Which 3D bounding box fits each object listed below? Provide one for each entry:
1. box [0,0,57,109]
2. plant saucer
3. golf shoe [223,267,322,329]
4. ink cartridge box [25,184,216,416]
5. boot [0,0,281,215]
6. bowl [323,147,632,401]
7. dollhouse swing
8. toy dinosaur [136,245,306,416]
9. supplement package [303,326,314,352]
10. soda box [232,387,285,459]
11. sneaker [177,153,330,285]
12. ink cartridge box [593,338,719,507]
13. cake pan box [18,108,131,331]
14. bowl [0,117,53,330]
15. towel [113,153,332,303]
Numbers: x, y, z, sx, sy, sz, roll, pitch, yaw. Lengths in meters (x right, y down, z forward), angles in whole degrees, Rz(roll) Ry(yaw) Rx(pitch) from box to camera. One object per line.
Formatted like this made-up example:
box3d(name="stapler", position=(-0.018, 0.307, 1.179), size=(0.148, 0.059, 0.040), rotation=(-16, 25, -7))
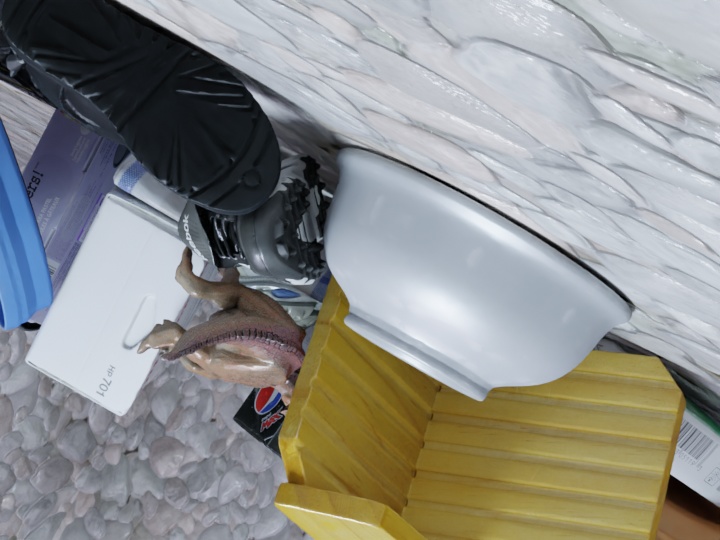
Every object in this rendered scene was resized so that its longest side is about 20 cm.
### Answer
box3d(name="box", position=(-0.309, -0.194, 1.397), size=(0.199, 0.049, 0.161), rotation=(28, 177, 13))
box3d(name="plant saucer", position=(0.220, 0.160, 1.437), size=(0.200, 0.038, 0.200), rotation=(28, -162, -10))
box3d(name="golf shoe", position=(0.000, 0.000, 1.448), size=(0.199, 0.098, 0.078), rotation=(6, 162, 0))
box3d(name="ink cartridge box", position=(-0.149, -0.005, 1.426), size=(0.086, 0.147, 0.200), rotation=(30, -160, 1))
box3d(name="boot", position=(-0.130, -0.098, 1.175), size=(0.198, 0.073, 0.162), rotation=(36, 174, 2))
box3d(name="bowl", position=(0.053, 0.015, 1.167), size=(0.201, 0.091, 0.201), rotation=(29, 176, 2))
box3d(name="dollhouse swing", position=(0.082, 0.095, 1.249), size=(0.175, 0.201, 0.182), rotation=(-3, 147, 36))
box3d(name="toy dinosaur", position=(-0.061, 0.051, 1.281), size=(0.135, 0.086, 0.200), rotation=(30, 180, 11))
box3d(name="supplement package", position=(0.029, 0.052, 1.541), size=(0.200, 0.114, 0.110), rotation=(32, 176, 22))
box3d(name="soda box", position=(0.004, 0.140, 1.472), size=(0.200, 0.071, 0.063), rotation=(37, 176, -31))
box3d(name="sneaker", position=(-0.069, -0.025, 1.203), size=(0.090, 0.067, 0.200), rotation=(-13, -169, 5))
box3d(name="ink cartridge box", position=(0.195, 0.082, 1.418), size=(0.161, 0.050, 0.200), rotation=(34, -168, -44))
box3d(name="cake pan box", position=(-0.217, -0.042, 1.534), size=(0.052, 0.201, 0.184), rotation=(26, 177, 15))
box3d(name="bowl", position=(-0.255, -0.060, 1.330), size=(0.201, 0.039, 0.201), rotation=(160, 90, -76))
box3d(name="towel", position=(-0.065, -0.039, 1.367), size=(0.199, 0.024, 0.147), rotation=(30, -158, 4))
